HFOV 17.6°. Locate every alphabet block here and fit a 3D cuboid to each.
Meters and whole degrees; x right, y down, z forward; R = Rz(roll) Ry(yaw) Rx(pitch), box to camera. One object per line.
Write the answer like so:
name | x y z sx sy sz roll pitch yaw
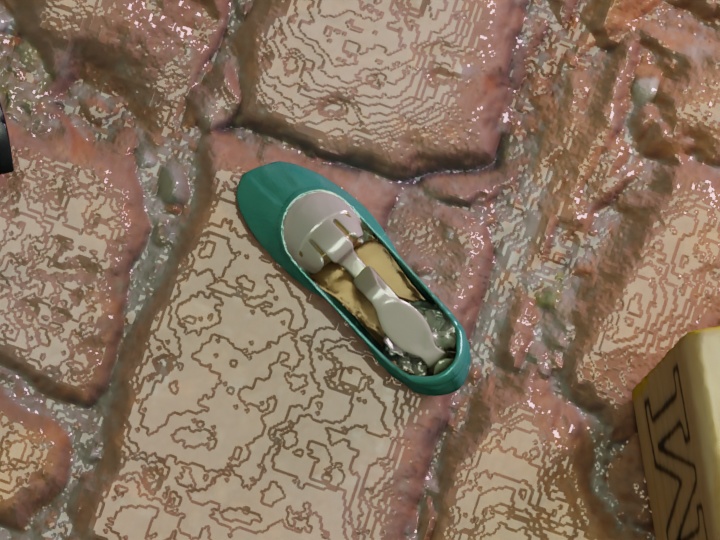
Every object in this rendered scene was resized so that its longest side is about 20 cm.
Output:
alphabet block | 0.290 0.142 1.451 0.194 0.196 0.201 -7 77 -8

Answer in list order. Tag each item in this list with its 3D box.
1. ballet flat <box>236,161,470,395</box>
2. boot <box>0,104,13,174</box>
ballet flat | 0.000 0.000 1.510 0.067 0.070 0.200 -44 90 -7
boot | -0.328 -0.126 1.484 0.167 0.076 0.201 -22 80 -11
